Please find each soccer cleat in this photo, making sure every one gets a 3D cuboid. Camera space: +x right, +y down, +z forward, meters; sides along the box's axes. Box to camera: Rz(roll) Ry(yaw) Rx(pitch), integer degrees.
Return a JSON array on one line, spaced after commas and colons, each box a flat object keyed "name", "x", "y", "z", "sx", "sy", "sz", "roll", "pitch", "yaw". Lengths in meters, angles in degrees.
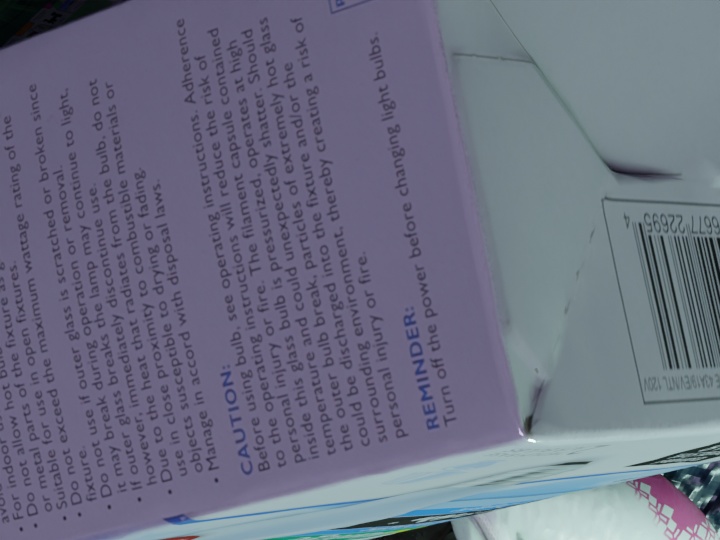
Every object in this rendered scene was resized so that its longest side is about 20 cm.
[{"name": "soccer cleat", "x": 0.042, "y": 0.087, "z": 0.951, "sx": 0.200, "sy": 0.086, "sz": 0.070, "roll": 27, "pitch": 117, "yaw": -29}]

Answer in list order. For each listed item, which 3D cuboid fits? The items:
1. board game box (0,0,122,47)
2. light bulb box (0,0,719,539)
[{"name": "board game box", "x": -0.051, "y": -0.122, "z": 0.730, "sx": 0.200, "sy": 0.029, "sz": 0.135, "roll": -17, "pitch": 116, "yaw": 38}, {"name": "light bulb box", "x": 0.000, "y": 0.000, "z": 0.749, "sx": 0.200, "sy": 0.125, "sz": 0.198, "roll": -17, "pitch": 170, "yaw": 35}]
